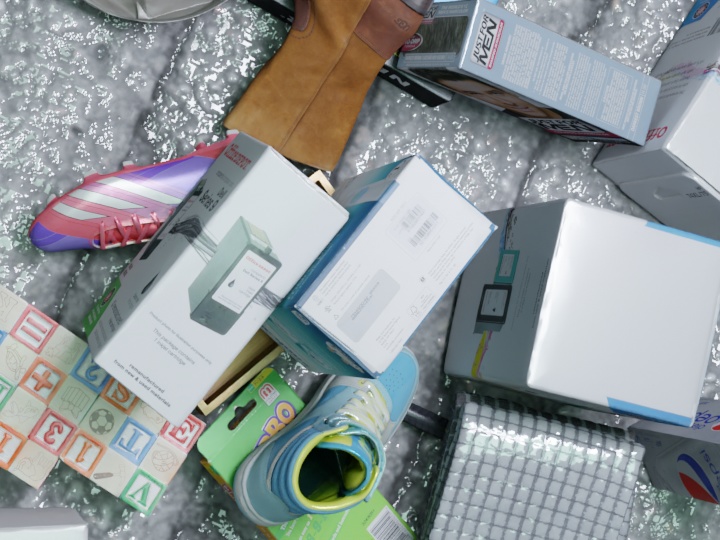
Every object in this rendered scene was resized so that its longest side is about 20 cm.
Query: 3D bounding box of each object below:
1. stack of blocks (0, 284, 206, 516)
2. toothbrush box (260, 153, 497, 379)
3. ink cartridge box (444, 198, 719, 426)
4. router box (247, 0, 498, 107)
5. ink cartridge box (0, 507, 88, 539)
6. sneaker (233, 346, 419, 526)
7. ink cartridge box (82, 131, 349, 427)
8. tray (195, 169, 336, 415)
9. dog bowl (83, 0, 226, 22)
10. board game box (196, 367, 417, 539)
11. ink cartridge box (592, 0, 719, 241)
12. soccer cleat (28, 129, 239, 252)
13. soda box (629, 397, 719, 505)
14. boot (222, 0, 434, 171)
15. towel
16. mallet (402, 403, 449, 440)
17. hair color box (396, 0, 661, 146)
[{"bbox_3d":[-0.237,0.114,1.213,0.199,0.059,0.116,35,79,-12],"label":"stack of blocks"},{"bbox_3d":[0.000,0.000,1.176,0.085,0.200,0.147,41,79,-10],"label":"toothbrush box"},{"bbox_3d":[0.178,0.034,1.254,0.145,0.200,0.148,14,85,-14],"label":"ink cartridge box"},{"bbox_3d":[0.018,-0.253,1.304,0.199,0.051,0.150,27,82,-14],"label":"router box"},{"bbox_3d":[-0.306,0.258,1.142,0.197,0.145,0.149,1,88,-16],"label":"ink cartridge box"},{"bbox_3d":[0.000,0.127,1.211,0.200,0.130,0.080,-45,103,-27],"label":"sneaker"},{"bbox_3d":[-0.112,0.000,1.154,0.084,0.146,0.201,40,89,-17],"label":"ink cartridge box"},{"bbox_3d":[-0.084,0.018,1.273,0.199,0.037,0.099,-39,99,-13],"label":"tray"},{"bbox_3d":[-0.174,-0.296,1.248,0.198,0.059,0.203,0,88,-16],"label":"dog bowl"},{"bbox_3d":[-0.046,0.183,1.266,0.096,0.030,0.201,-46,107,-25],"label":"board game box"},{"bbox_3d":[0.333,-0.134,1.341,0.146,0.147,0.201,37,79,-12],"label":"ink cartridge box"},{"bbox_3d":[-0.165,-0.049,1.230,0.198,0.067,0.077,-22,72,-17],"label":"soccer cleat"},{"bbox_3d":[0.306,0.153,1.293,0.068,0.200,0.064,-25,96,-15],"label":"soda box"},{"bbox_3d":[-0.056,-0.201,1.242,0.187,0.069,0.201,25,115,-21],"label":"boot"},{"bbox_3d":[0.132,0.214,1.273,0.164,0.086,0.202,14,98,-7],"label":"towel"},{"bbox_3d":[0.107,0.143,1.324,0.199,0.041,0.066,33,81,-8],"label":"mallet"},{"bbox_3d":[0.141,-0.163,1.272,0.198,0.099,0.061,19,87,-30],"label":"hair color box"}]
